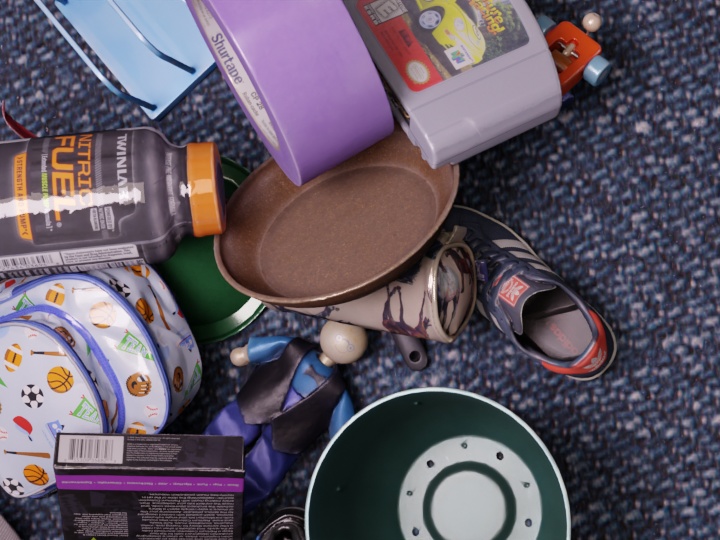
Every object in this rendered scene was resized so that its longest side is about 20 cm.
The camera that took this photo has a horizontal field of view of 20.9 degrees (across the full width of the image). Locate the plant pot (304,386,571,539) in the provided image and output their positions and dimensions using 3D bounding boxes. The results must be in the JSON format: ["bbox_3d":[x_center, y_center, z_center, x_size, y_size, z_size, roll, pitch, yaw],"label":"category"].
[{"bbox_3d":[0.072,0.189,1.512,0.199,0.161,0.202,-1,88,12],"label":"plant pot"}]

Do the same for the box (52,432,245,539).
[{"bbox_3d":[-0.162,0.188,1.524,0.142,0.200,0.036,2,55,-4],"label":"box"}]

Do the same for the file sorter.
[{"bbox_3d":[-0.158,-0.247,1.606,0.200,0.123,0.139,-42,79,8],"label":"file sorter"}]

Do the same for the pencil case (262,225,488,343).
[{"bbox_3d":[0.000,0.000,1.549,0.199,0.078,0.090,9,83,34],"label":"pencil case"}]

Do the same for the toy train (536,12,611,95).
[{"bbox_3d":[0.090,-0.176,1.544,0.200,0.056,0.150,35,66,16],"label":"toy train"}]

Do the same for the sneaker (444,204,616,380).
[{"bbox_3d":[0.118,0.012,1.550,0.200,0.084,0.075,35,95,12],"label":"sneaker"}]

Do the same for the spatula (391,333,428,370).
[{"bbox_3d":[0.008,-0.009,1.607,0.056,0.021,0.201,-25,82,6],"label":"spatula"}]

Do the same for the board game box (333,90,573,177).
[{"bbox_3d":[0.055,-0.150,1.586,0.199,0.034,0.136,-27,82,3],"label":"board game box"}]

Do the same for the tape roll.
[{"bbox_3d":[-0.060,-0.170,1.472,0.085,0.200,0.201,-31,81,-6],"label":"tape roll"}]

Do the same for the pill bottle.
[{"bbox_3d":[-0.203,-0.053,1.486,0.199,0.106,0.107,-6,86,1],"label":"pill bottle"}]

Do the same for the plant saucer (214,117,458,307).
[{"bbox_3d":[-0.014,-0.038,1.494,0.199,0.037,0.201,-15,40,13],"label":"plant saucer"}]

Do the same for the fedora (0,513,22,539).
[{"bbox_3d":[-0.323,0.252,1.618,0.090,0.177,0.201,-30,102,-24],"label":"fedora"}]

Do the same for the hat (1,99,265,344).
[{"bbox_3d":[-0.177,-0.029,1.568,0.199,0.176,0.167,8,87,13],"label":"hat"}]

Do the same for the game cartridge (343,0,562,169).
[{"bbox_3d":[0.064,-0.182,1.496,0.133,0.041,0.200,-24,65,-18],"label":"game cartridge"}]

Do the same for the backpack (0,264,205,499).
[{"bbox_3d":[-0.230,0.076,1.552,0.190,0.154,0.201,-28,104,20],"label":"backpack"}]

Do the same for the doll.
[{"bbox_3d":[-0.061,0.120,1.602,0.136,0.048,0.200,39,97,2],"label":"doll"}]

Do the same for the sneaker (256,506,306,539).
[{"bbox_3d":[-0.058,0.292,1.557,0.073,0.112,0.201,-7,85,4],"label":"sneaker"}]
